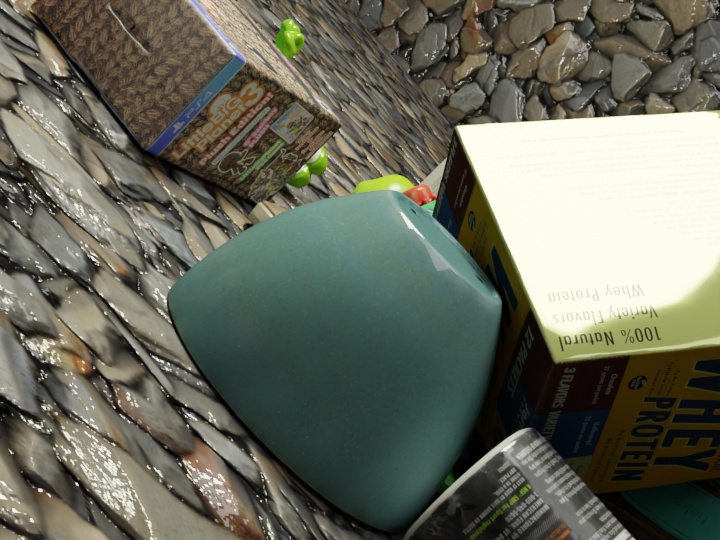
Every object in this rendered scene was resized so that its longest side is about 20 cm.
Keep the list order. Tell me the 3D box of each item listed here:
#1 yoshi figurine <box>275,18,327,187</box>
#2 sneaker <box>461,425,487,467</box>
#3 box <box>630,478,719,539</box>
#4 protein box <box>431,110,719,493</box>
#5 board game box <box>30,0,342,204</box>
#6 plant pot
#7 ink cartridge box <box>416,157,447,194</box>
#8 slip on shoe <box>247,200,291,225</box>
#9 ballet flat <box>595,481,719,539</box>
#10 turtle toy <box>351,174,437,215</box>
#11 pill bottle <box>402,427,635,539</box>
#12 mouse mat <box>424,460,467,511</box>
[{"bbox_3d":[-0.098,-0.166,1.482,0.200,0.112,0.112,50,26,9],"label":"yoshi figurine"},{"bbox_3d":[0.101,0.073,1.189,0.111,0.076,0.202,-125,-152,-60],"label":"sneaker"},{"bbox_3d":[0.206,0.164,1.175,0.036,0.201,0.145,-13,51,-36],"label":"box"},{"bbox_3d":[0.165,0.019,1.068,0.196,0.136,0.201,-5,47,-16],"label":"protein box"},{"bbox_3d":[-0.130,-0.156,1.298,0.160,0.097,0.200,50,10,22],"label":"board game box"},{"bbox_3d":[0.004,0.032,0.988,0.200,0.135,0.200,43,11,-10],"label":"plant pot"},{"bbox_3d":[0.123,0.000,1.589,0.200,0.146,0.084,51,9,24],"label":"ink cartridge box"},{"bbox_3d":[-0.019,-0.021,1.328,0.076,0.061,0.200,52,11,33],"label":"slip on shoe"},{"bbox_3d":[0.172,0.137,1.125,0.199,0.068,0.073,37,-24,24],"label":"ballet flat"},{"bbox_3d":[0.063,-0.023,1.491,0.199,0.102,0.146,21,-14,36],"label":"turtle toy"},{"bbox_3d":[0.122,0.194,0.928,0.200,0.106,0.106,49,10,13],"label":"pill bottle"},{"bbox_3d":[0.038,0.122,1.158,0.200,0.008,0.161,53,12,28],"label":"mouse mat"}]
